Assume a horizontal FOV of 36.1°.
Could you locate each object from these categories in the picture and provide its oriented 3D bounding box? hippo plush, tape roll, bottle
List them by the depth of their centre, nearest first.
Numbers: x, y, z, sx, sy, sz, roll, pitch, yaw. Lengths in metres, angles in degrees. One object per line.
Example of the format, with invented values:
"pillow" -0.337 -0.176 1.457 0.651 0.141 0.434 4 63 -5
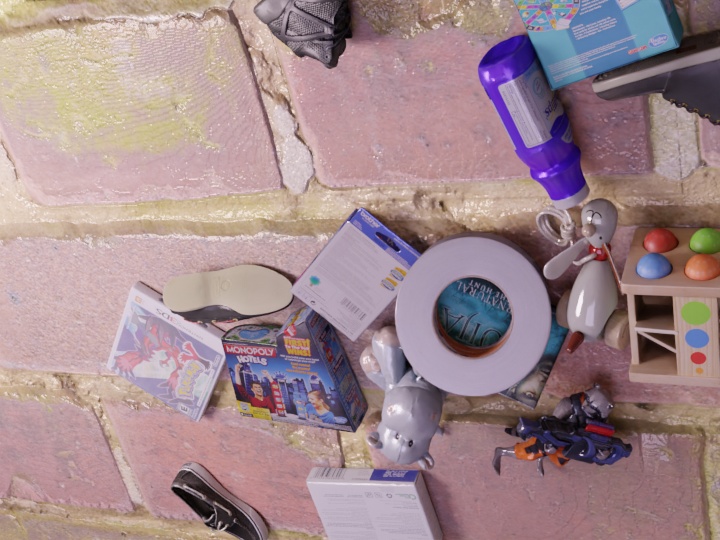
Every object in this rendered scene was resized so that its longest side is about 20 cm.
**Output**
"bottle" 0.204 -0.166 1.272 0.065 0.084 0.202 -16 114 32
"tape roll" 0.145 0.054 1.410 0.196 0.066 0.204 2 99 10
"hippo plush" 0.054 0.184 1.541 0.157 0.161 0.202 24 130 6

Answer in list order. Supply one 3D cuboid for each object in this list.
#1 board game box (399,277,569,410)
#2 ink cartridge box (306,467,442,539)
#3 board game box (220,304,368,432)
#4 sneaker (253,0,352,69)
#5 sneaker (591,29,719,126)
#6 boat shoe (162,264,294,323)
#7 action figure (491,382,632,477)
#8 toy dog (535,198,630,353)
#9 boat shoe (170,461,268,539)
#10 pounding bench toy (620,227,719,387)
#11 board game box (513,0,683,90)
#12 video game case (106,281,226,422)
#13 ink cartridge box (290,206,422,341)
"board game box" 0.166 0.081 1.461 0.197 0.028 0.137 24 98 7
"ink cartridge box" 0.030 0.405 1.790 0.193 0.044 0.202 -3 124 25
"board game box" -0.100 0.134 1.642 0.197 0.062 0.203 6 124 21
"sneaker" -0.027 -0.313 1.281 0.198 0.077 0.114 -28 111 40
"sneaker" 0.354 -0.189 1.191 0.197 0.075 0.108 -10 116 29
"boat shoe" -0.187 0.038 1.616 0.198 0.075 0.063 -3 159 15
"action figure" 0.261 0.212 1.505 0.198 0.106 0.193 24 131 -34
"toy dog" 0.272 0.021 1.341 0.131 0.096 0.202 -3 119 45
"boat shoe" -0.247 0.421 1.913 0.200 0.064 0.071 42 130 -8
"pounding bench toy" 0.416 0.035 1.292 0.197 0.125 0.158 2 124 23
"board game box" 0.237 -0.311 1.176 0.149 0.047 0.202 -14 116 32
"video game case" -0.306 0.133 1.762 0.180 0.023 0.201 30 131 3
"ink cartridge box" 0.000 0.000 1.514 0.119 0.042 0.200 38 133 -4
